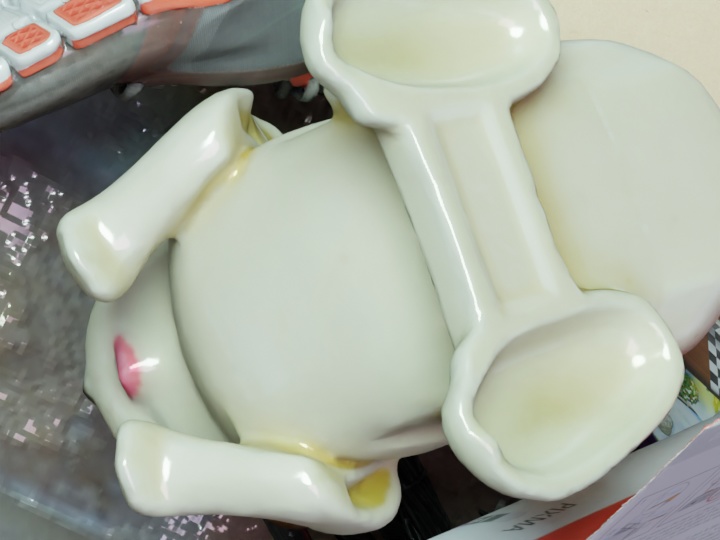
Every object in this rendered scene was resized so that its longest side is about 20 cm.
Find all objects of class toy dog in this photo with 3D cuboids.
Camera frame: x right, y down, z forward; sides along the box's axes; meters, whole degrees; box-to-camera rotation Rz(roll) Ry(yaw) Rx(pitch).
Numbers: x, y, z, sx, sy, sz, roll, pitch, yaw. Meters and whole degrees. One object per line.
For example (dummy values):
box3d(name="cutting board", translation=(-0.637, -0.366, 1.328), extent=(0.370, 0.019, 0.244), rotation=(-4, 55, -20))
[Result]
box3d(name="toy dog", translation=(0.000, 0.000, 0.689), extent=(0.194, 0.200, 0.140), rotation=(-27, 91, -43))

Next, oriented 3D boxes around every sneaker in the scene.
box3d(name="sneaker", translation=(-0.035, -0.073, 0.694), extent=(0.199, 0.077, 0.082), rotation=(-27, 125, -8))

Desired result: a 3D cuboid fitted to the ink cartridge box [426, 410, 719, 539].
box3d(name="ink cartridge box", translation=(0.082, 0.064, 0.710), extent=(0.162, 0.200, 0.057), rotation=(-18, 61, -42))

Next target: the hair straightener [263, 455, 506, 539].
box3d(name="hair straightener", translation=(0.013, 0.093, 0.815), extent=(0.077, 0.041, 0.201), rotation=(-33, 102, -12))

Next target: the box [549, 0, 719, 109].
box3d(name="box", translation=(0.099, -0.091, 0.761), extent=(0.199, 0.021, 0.164), rotation=(2, 92, 8))

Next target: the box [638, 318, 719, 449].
box3d(name="box", translation=(0.149, 0.017, 0.834), extent=(0.137, 0.039, 0.200), rotation=(-36, 107, -7))
